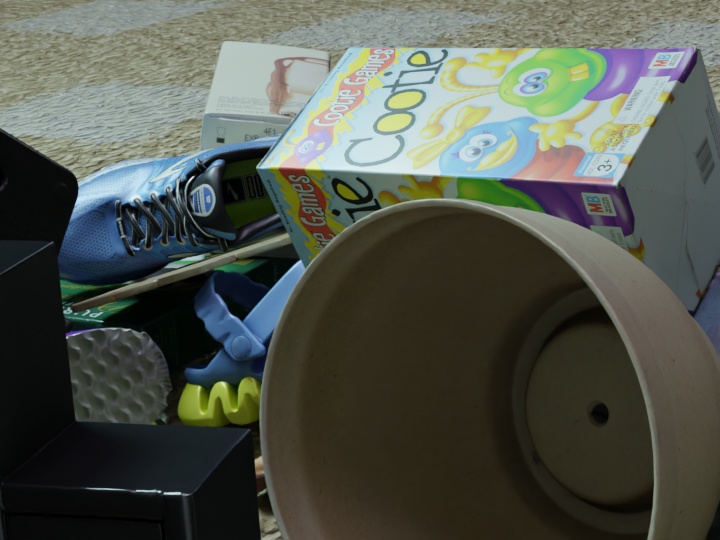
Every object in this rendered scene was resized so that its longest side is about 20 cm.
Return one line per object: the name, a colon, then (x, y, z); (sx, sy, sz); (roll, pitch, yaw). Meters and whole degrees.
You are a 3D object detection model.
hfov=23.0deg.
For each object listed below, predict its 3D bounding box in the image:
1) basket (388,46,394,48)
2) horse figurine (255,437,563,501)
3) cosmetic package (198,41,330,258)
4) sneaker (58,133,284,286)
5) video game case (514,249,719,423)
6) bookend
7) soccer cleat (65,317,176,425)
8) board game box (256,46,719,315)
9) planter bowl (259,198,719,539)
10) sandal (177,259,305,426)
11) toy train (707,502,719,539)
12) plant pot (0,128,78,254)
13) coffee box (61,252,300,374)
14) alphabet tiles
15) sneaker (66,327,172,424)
basket: (0.112, -0.053, 1.194); (0.200, 0.180, 0.136); (4, -5, -8)
horse figurine: (0.044, 0.092, 0.898); (0.200, 0.050, 0.133); (7, 13, 41)
cosmetic package: (-0.067, -0.090, 1.265); (0.087, 0.103, 0.200); (5, 22, -3)
sneaker: (-0.110, -0.044, 1.112); (0.200, 0.079, 0.089); (-18, 0, -3)
video game case: (0.162, 0.000, 0.875); (0.182, 0.023, 0.200); (14, 51, 42)
bookend: (-0.135, 0.078, 0.730); (0.200, 0.199, 0.092); (1, 16, 15)
soccer cleat: (-0.167, 0.081, 0.996); (0.084, 0.065, 0.200); (-43, 36, -14)
board game box: (0.069, -0.040, 0.872); (0.200, 0.105, 0.103); (5, 45, 35)
planter bowl: (0.075, 0.068, 0.753); (0.200, 0.200, 0.135); (10, 10, 40)
sandal: (-0.020, 0.031, 0.967); (0.200, 0.087, 0.079); (-12, -1, 22)
toy train: (0.219, 0.099, 0.790); (0.114, 0.085, 0.200); (-22, 22, -21)
plant pot: (-0.278, -0.021, 0.981); (0.177, 0.200, 0.200); (10, -14, 30)
coffee box: (-0.137, 0.020, 1.180); (0.123, 0.044, 0.200); (7, 19, 26)
alphabet tiles: (-0.074, -0.010, 1.072); (0.166, 0.006, 0.200); (-17, 3, 35)
sneaker: (-0.196, 0.083, 0.898); (0.200, 0.070, 0.100); (-29, 17, -20)
